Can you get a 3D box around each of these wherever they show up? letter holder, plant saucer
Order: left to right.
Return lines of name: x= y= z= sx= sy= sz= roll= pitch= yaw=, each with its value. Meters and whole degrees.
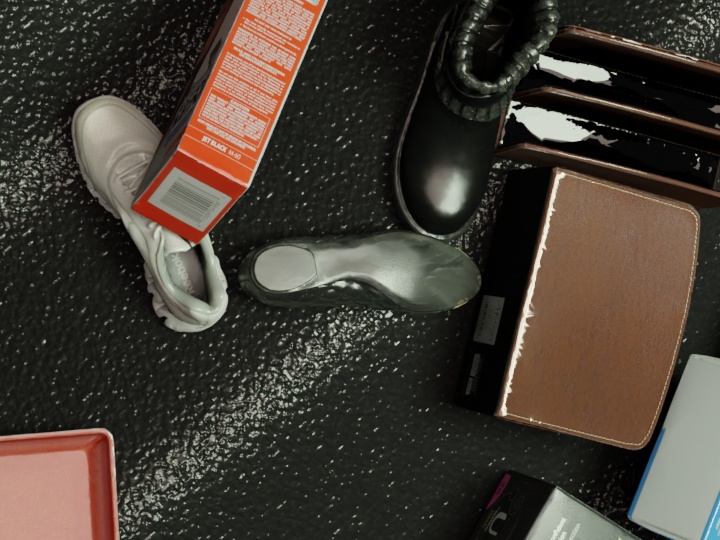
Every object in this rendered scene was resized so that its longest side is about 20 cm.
plant saucer: x=-0.285 y=0.226 z=1.443 sx=0.199 sy=0.037 sz=0.200 roll=-4 pitch=92 yaw=-13
letter holder: x=0.179 y=0.031 z=1.519 sx=0.142 sy=0.101 sz=0.201 roll=14 pitch=87 yaw=-16
letter holder: x=0.228 y=-0.121 z=1.514 sx=0.199 sy=0.142 sz=0.101 roll=13 pitch=87 yaw=-14

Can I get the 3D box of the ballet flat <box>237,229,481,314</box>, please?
ballet flat: x=0.000 y=0.000 z=1.505 sx=0.199 sy=0.057 sz=0.067 roll=3 pitch=86 yaw=-16

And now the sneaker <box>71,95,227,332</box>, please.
sneaker: x=-0.156 y=-0.046 z=1.451 sx=0.075 sy=0.081 sz=0.200 roll=-30 pitch=96 yaw=-10

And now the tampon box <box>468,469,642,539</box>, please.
tampon box: x=0.179 y=0.278 z=1.514 sx=0.200 sy=0.126 sz=0.150 roll=33 pitch=82 yaw=-12

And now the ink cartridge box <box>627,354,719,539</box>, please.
ink cartridge box: x=0.326 y=0.173 z=1.531 sx=0.200 sy=0.086 sz=0.147 roll=28 pitch=82 yaw=-43

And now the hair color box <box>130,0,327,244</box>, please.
hair color box: x=-0.096 y=-0.132 z=1.412 sx=0.064 sy=0.111 sz=0.200 roll=29 pitch=58 yaw=-12

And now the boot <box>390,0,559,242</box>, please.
boot: x=0.086 y=-0.127 z=1.470 sx=0.079 sy=0.158 sz=0.212 roll=9 pitch=89 yaw=-14
